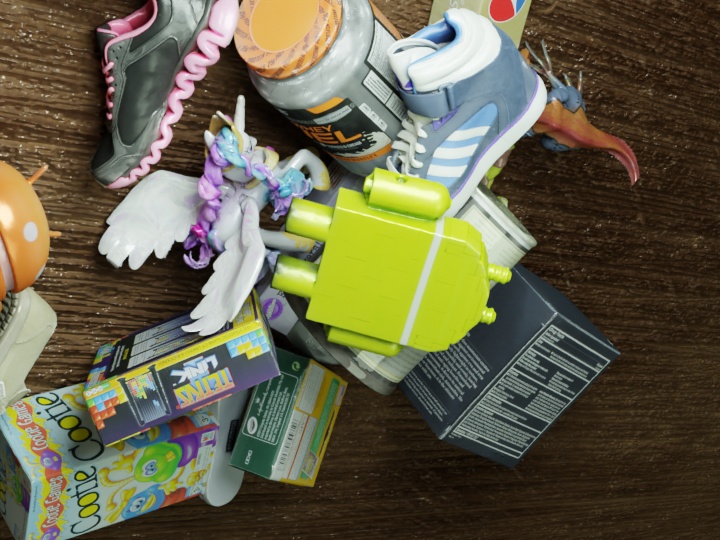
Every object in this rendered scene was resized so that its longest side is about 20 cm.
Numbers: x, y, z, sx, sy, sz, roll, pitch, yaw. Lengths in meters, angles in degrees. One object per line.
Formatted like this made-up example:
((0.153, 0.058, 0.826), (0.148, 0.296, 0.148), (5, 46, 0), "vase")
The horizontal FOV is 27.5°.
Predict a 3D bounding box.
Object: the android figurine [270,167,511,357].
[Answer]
((0.027, 0.000, 1.248), (0.197, 0.041, 0.184), (12, 126, -3), "android figurine")

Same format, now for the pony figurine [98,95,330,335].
((-0.114, -0.049, 1.308), (0.194, 0.166, 0.200), (-59, 154, 5), "pony figurine")

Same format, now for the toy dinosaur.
((0.199, -0.165, 1.467), (0.106, 0.198, 0.181), (-68, 171, 11), "toy dinosaur")

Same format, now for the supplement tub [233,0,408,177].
((-0.018, -0.172, 1.270), (0.123, 0.123, 0.200), (-45, 144, 6), "supplement tub")

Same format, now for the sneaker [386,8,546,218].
((0.048, -0.128, 1.228), (0.200, 0.081, 0.146), (-45, 128, 12), "sneaker")

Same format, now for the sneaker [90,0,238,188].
((-0.181, -0.161, 1.191), (0.095, 0.079, 0.201), (22, 112, -28), "sneaker")

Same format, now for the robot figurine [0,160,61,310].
((-0.330, -0.019, 1.148), (0.198, 0.116, 0.146), (-24, 99, -22), "robot figurine")

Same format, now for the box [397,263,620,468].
((0.172, 0.108, 1.741), (0.199, 0.124, 0.199), (-47, 146, 10), "box")

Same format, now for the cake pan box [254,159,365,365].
((0.000, 0.000, 1.481), (0.183, 0.052, 0.201), (30, 106, -29), "cake pan box")

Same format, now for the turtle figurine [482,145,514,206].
((0.100, -0.061, 1.545), (0.198, 0.065, 0.163), (-13, 136, -33), "turtle figurine")

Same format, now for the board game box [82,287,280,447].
((-0.160, 0.082, 1.331), (0.163, 0.200, 0.057), (-21, 100, -2), "board game box")

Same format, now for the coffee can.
((0.045, -0.006, 1.374), (0.200, 0.147, 0.146), (-45, 144, 8), "coffee can")

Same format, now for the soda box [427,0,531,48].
((0.120, -0.286, 1.324), (0.063, 0.068, 0.202), (-15, 137, -31), "soda box")

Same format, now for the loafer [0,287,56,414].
((-0.332, 0.101, 1.306), (0.068, 0.076, 0.201), (20, 113, -44), "loafer")

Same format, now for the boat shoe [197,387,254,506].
((-0.147, 0.138, 1.522), (0.070, 0.069, 0.203), (-3, 108, -49), "boat shoe")

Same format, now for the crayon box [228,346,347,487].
((-0.073, 0.158, 1.549), (0.200, 0.051, 0.127), (45, 62, -75), "crayon box")

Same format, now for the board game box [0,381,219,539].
((-0.253, 0.178, 1.437), (0.198, 0.103, 0.106), (-14, 137, -33), "board game box")
